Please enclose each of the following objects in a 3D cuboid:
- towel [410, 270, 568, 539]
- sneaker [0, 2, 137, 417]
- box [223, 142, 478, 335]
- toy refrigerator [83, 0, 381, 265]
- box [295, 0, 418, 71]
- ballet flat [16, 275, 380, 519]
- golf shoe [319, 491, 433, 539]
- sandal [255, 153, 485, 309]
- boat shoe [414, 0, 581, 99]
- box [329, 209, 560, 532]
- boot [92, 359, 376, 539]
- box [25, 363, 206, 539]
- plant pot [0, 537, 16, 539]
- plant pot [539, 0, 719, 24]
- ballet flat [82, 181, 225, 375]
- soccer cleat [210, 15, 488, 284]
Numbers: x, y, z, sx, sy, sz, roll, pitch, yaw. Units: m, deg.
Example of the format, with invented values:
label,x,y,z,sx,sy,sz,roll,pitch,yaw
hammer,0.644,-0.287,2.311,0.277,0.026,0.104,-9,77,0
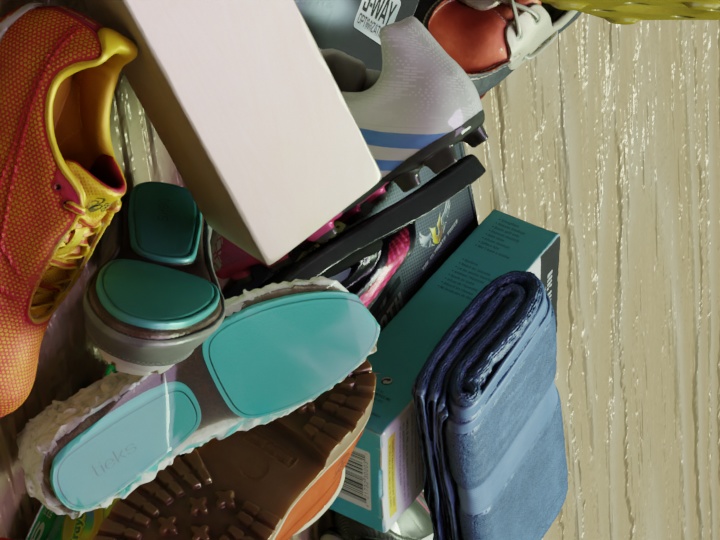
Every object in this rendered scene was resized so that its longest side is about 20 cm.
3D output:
label,x,y,z,sx,sy,sz,roll,pitch,yaw
towel,0.075,0.095,1.615,0.112,0.048,0.200,-51,150,-31
sneaker,-0.152,-0.021,1.303,0.073,0.077,0.201,-21,127,-59
box,-0.002,0.015,1.634,0.200,0.051,0.158,-53,148,-31
toy refrigerator,-0.072,-0.108,1.334,0.076,0.070,0.200,-38,126,-14
box,-0.022,-0.188,1.465,0.200,0.050,0.158,26,84,-62
ballet flat,-0.088,0.054,1.422,0.199,0.072,0.072,-27,136,-17
golf shoe,0.045,0.169,1.800,0.200,0.077,0.088,37,67,-63
sandal,0.000,0.000,1.514,0.200,0.075,0.045,-33,93,-31
boat shoe,0.084,-0.151,1.649,0.071,0.062,0.200,57,35,-1
box,0.047,0.056,1.642,0.200,0.049,0.083,-46,148,-39
boot,-0.068,0.133,1.469,0.200,0.075,0.107,-41,161,-30
box,-0.107,0.129,1.518,0.118,0.048,0.200,-66,151,-10
plant pot,-0.179,0.240,1.289,0.183,0.200,0.201,-48,145,-44
plant pot,0.175,-0.244,1.594,0.195,0.194,0.201,5,88,-62
ballet flat,-0.101,0.017,1.359,0.200,0.067,0.064,-91,-165,-69
soccer cleat,-0.019,-0.065,1.473,0.087,0.200,0.070,58,37,-1
